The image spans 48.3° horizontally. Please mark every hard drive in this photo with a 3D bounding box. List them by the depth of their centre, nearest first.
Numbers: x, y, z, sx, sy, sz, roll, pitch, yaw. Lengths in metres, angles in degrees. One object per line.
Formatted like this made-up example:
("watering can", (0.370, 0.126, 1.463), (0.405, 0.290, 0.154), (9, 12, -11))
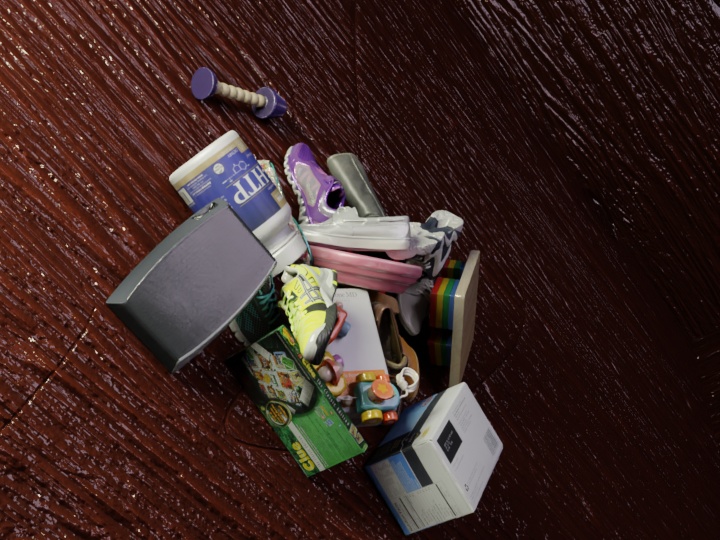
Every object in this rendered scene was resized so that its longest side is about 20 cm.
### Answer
("hard drive", (-0.200, 0.015, 1.002), (0.135, 0.042, 0.200), (51, 61, -16))

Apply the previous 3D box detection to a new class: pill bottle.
("pill bottle", (-0.170, -0.087, 1.161), (0.201, 0.119, 0.120), (54, 29, -12))

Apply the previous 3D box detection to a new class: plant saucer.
("plant saucer", (0.000, 0.000, 1.313), (0.200, 0.199, 0.051), (11, 90, -54))

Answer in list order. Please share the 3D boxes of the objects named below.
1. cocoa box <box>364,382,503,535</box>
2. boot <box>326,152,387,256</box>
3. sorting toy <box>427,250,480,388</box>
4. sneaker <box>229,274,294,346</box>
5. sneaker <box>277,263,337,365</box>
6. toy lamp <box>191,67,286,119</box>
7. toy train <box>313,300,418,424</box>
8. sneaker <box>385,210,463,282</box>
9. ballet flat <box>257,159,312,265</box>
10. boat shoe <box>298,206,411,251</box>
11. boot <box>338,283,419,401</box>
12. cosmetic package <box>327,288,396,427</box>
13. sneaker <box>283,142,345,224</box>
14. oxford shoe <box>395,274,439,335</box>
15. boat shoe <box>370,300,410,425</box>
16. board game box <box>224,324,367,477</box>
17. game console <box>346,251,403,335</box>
("cocoa box", (0.119, 0.293, 1.270), (0.134, 0.131, 0.200), (58, 28, -4))
("boot", (-0.006, -0.127, 1.461), (0.201, 0.072, 0.182), (68, 17, 13))
("sorting toy", (0.175, 0.088, 1.532), (0.200, 0.069, 0.201), (-58, 152, -60))
("sneaker", (-0.147, 0.037, 1.105), (0.200, 0.091, 0.078), (51, 46, -16))
("sneaker", (-0.074, 0.058, 1.071), (0.076, 0.076, 0.200), (15, 24, -11))
("toy lamp", (-0.200, -0.296, 1.371), (0.199, 0.058, 0.059), (0, 64, -56))
("toy train", (-0.005, 0.126, 1.144), (0.199, 0.056, 0.151), (36, 52, 0))
("sneaker", (0.104, -0.024, 1.452), (0.079, 0.130, 0.199), (28, 34, 22))
("ballet flat", (-0.142, -0.083, 1.275), (0.063, 0.076, 0.201), (-16, 71, -29))
("boat shoe", (-0.014, -0.070, 1.318), (0.072, 0.198, 0.069), (103, -10, -87))
("boot", (0.018, 0.121, 1.347), (0.143, 0.071, 0.203), (10, 58, -44))
("cosmetic package", (-0.024, 0.131, 1.214), (0.101, 0.071, 0.201), (0, 60, -29))
("sneaker", (-0.070, -0.144, 1.407), (0.080, 0.088, 0.202), (16, 50, -50))
("oxford shoe", (0.112, 0.045, 1.521), (0.075, 0.057, 0.201), (55, 30, -22))
("boat shoe", (0.041, 0.150, 1.275), (0.072, 0.072, 0.202), (-5, 93, -28))
("board game box", (-0.086, 0.177, 1.073), (0.201, 0.104, 0.023), (57, 26, -8))
("game console", (0.039, 0.014, 1.510), (0.178, 0.031, 0.200), (57, 29, -17))
